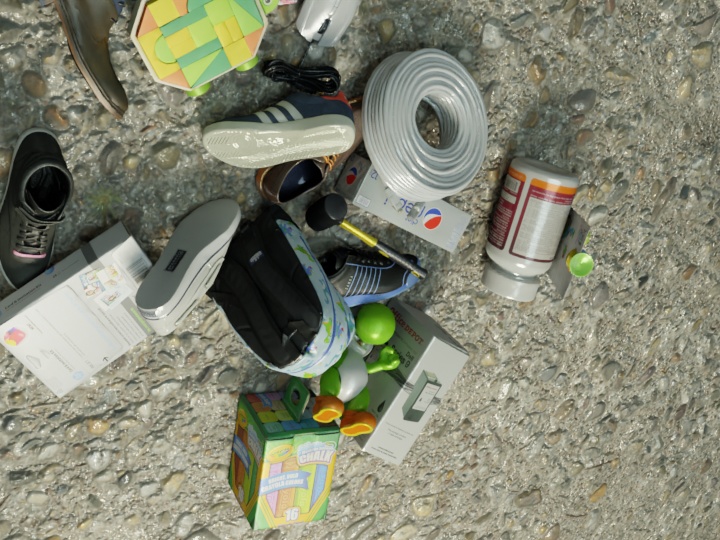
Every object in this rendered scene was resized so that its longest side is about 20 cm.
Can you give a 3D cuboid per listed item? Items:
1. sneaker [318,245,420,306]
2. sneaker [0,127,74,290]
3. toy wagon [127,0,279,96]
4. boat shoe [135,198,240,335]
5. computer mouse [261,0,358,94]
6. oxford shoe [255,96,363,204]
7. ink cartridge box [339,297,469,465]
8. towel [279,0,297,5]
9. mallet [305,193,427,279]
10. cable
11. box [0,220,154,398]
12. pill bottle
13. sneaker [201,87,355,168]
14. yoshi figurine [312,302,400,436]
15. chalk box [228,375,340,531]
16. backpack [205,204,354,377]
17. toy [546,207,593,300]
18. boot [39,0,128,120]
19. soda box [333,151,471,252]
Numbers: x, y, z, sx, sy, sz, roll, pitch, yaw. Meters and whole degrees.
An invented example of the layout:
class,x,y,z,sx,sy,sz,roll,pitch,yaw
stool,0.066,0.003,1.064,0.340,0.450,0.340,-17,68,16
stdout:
class,x,y,z,sx,sy,sz,roll,pitch,yaw
sneaker,0.000,0.000,1.220,0.197,0.070,0.079,-18,124,-19
sneaker,-0.382,-0.055,0.977,0.070,0.099,0.204,5,111,-30
toy wagon,-0.170,-0.300,0.984,0.197,0.040,0.156,-28,135,-3
boat shoe,-0.211,-0.006,1.075,0.066,0.071,0.202,76,31,-48
computer mouse,-0.045,-0.325,1.064,0.108,0.044,0.203,14,105,-30
oxford shoe,-0.046,-0.154,1.123,0.199,0.073,0.072,-42,124,-5
ink cartridge box,0.054,0.164,1.277,0.083,0.146,0.202,28,97,-33
towel,-0.167,-0.385,0.982,0.196,0.030,0.149,-10,115,-24
mallet,0.018,-0.045,1.177,0.198,0.066,0.042,28,64,-14
cable,0.088,-0.197,1.136,0.200,0.069,0.202,-44,113,-29
box,-0.341,0.052,1.061,0.199,0.041,0.157,-37,139,-10
pill bottle,0.257,-0.063,1.301,0.108,0.110,0.204,5,110,-29
sneaker,-0.104,-0.190,1.079,0.195,0.086,0.076,-3,145,2
yoshi figurine,0.000,0.123,1.199,0.109,0.203,0.113,3,144,10
chalk box,-0.113,0.258,1.246,0.122,0.125,0.204,-1,112,-27
backpack,-0.098,0.045,1.106,0.163,0.200,0.153,-45,136,6
toy,0.329,-0.033,1.301,0.046,0.200,0.117,16,107,0
boot,-0.289,-0.275,0.941,0.096,0.075,0.202,-30,121,-9
soda box,0.062,-0.096,1.209,0.198,0.068,0.064,23,99,-34
